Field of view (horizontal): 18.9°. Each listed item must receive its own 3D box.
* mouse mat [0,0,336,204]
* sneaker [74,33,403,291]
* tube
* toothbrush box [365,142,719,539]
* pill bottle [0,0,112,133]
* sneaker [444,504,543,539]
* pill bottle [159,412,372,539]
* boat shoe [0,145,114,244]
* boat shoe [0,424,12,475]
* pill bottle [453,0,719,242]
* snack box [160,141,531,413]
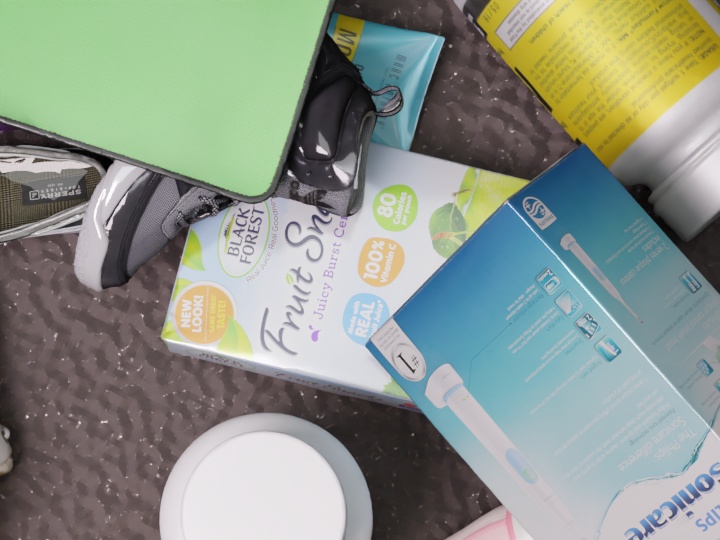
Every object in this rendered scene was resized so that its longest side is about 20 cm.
[{"bbox_3d":[-0.118,-0.138,1.157,0.199,0.008,0.162,18,84,-6],"label":"mouse mat"},{"bbox_3d":[-0.063,-0.051,1.193,0.114,0.076,0.200,36,81,11],"label":"sneaker"},{"bbox_3d":[-0.056,-0.131,1.276,0.199,0.050,0.078,18,101,-2],"label":"tube"},{"bbox_3d":[0.123,0.060,1.134,0.200,0.146,0.085,49,44,7],"label":"toothbrush box"},{"bbox_3d":[-0.227,-0.129,1.217,0.199,0.112,0.113,-12,81,13],"label":"pill bottle"},{"bbox_3d":[0.101,0.226,1.212,0.104,0.075,0.201,-26,97,20],"label":"sneaker"},{"bbox_3d":[-0.049,0.134,1.154,0.111,0.200,0.112,0,81,-1],"label":"pill bottle"},{"bbox_3d":[-0.235,-0.044,1.244,0.199,0.071,0.072,-12,82,-1],"label":"boat shoe"},{"bbox_3d":[-0.232,0.103,1.229,0.069,0.071,0.201,17,69,-29],"label":"boat shoe"},{"bbox_3d":[0.156,-0.122,1.240,0.114,0.114,0.200,-40,83,-6],"label":"pill bottle"},{"bbox_3d":[0.000,0.000,1.249,0.199,0.053,0.143,14,80,3],"label":"snack box"}]
